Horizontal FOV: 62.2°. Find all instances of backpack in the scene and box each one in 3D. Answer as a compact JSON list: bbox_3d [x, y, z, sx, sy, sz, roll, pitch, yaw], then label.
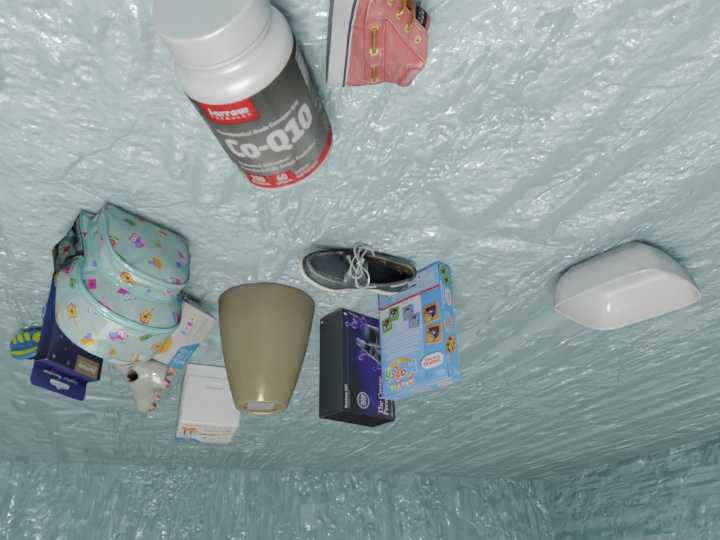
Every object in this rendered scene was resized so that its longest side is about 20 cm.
[{"bbox_3d":[-0.331,0.021,0.842,0.153,0.202,0.175,-36,137,24],"label":"backpack"}]

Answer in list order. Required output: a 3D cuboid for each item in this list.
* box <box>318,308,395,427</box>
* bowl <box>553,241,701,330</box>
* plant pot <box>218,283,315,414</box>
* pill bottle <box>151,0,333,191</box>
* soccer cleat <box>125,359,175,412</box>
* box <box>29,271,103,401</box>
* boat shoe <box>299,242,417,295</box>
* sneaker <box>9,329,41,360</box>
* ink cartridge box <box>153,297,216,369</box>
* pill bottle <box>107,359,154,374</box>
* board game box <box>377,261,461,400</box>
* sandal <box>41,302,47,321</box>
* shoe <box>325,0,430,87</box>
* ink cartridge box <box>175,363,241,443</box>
[{"bbox_3d":[-0.007,0.196,1.185,0.140,0.202,0.079,18,148,-34],"label":"box"},{"bbox_3d":[0.448,0.025,1.016,0.199,0.076,0.199,22,145,-35],"label":"bowl"},{"bbox_3d":[-0.179,0.155,1.103,0.185,0.202,0.188,0,152,0],"label":"plant pot"},{"bbox_3d":[-0.104,-0.176,0.567,0.112,0.115,0.200,-7,152,12],"label":"pill bottle"},{"bbox_3d":[-0.412,0.215,1.142,0.077,0.070,0.200,22,142,-17],"label":"soccer cleat"},{"bbox_3d":[-0.475,0.105,0.994,0.032,0.202,0.121,-10,152,16],"label":"box"},{"bbox_3d":[0.000,0.000,0.950,0.198,0.076,0.062,13,151,-29],"label":"boat shoe"},{"bbox_3d":[-0.615,0.146,1.230,0.197,0.072,0.083,-7,174,6],"label":"sneaker"},{"bbox_3d":[-0.361,0.084,1.040,0.068,0.116,0.200,31,173,36],"label":"ink cartridge box"},{"bbox_3d":[-0.444,0.142,1.167,0.108,0.111,0.201,-3,152,3],"label":"pill bottle"},{"bbox_3d":[0.095,0.105,1.018,0.036,0.202,0.151,22,145,-38],"label":"board game box"},{"bbox_3d":[-0.549,0.123,1.127,0.079,0.087,0.201,-31,148,-40],"label":"sandal"},{"bbox_3d":[0.020,-0.234,0.516,0.090,0.072,0.200,1,158,-6],"label":"shoe"},{"bbox_3d":[-0.384,0.341,1.510,0.145,0.146,0.200,8,150,-16],"label":"ink cartridge box"}]
